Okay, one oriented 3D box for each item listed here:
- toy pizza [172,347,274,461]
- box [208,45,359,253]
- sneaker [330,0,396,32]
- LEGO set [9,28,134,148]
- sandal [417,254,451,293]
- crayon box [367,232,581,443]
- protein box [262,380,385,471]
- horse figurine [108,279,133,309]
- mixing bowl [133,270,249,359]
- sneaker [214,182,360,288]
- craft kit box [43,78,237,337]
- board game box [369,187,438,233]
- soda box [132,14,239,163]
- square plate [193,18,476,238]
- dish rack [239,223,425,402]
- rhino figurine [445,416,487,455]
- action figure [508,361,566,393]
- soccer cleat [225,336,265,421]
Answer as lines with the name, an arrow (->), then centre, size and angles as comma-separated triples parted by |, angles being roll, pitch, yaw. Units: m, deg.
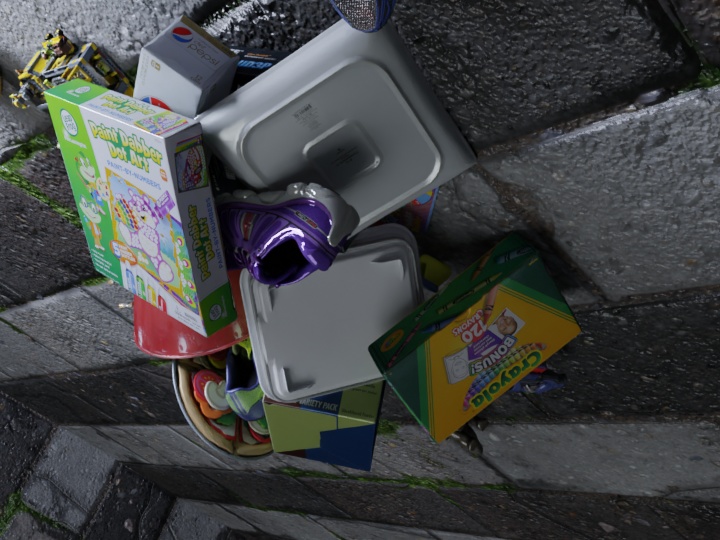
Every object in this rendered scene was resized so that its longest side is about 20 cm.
toy pizza -> -0.160, 0.150, 1.158 | 0.199, 0.203, 0.031 | 39, 129, -26
box -> -0.089, -0.119, 0.874 | 0.156, 0.046, 0.203 | 12, 135, 25
sneaker -> -0.037, -0.246, 0.624 | 0.074, 0.080, 0.201 | 3, 146, 37
LEGO set -> -0.302, -0.149, 0.971 | 0.151, 0.117, 0.201 | 4, 146, 34
sandal -> 0.000, 0.000, 1.002 | 0.196, 0.089, 0.079 | 21, -179, 13
crayon box -> 0.120, 0.072, 0.918 | 0.119, 0.199, 0.058 | 52, 180, -31
protein box -> -0.030, 0.114, 1.098 | 0.132, 0.204, 0.200 | 10, 152, 4
horse figurine -> -0.317, 0.054, 1.405 | 0.131, 0.050, 0.201 | -23, 120, 34
mixing bowl -> -0.214, 0.013, 1.140 | 0.196, 0.200, 0.110 | 7, 124, 31
sneaker -> -0.090, -0.024, 0.792 | 0.198, 0.085, 0.080 | -9, 138, 48
craft kit box -> -0.205, -0.061, 0.822 | 0.198, 0.048, 0.201 | 23, 129, 39
board game box -> 0.000, -0.084, 0.918 | 0.155, 0.039, 0.201 | 22, 153, 6
soda box -> -0.176, -0.136, 0.833 | 0.067, 0.064, 0.201 | 34, 142, 2
square plate -> -0.018, -0.109, 0.792 | 0.197, 0.029, 0.198 | -29, 131, 15
dish rack -> -0.021, 0.053, 0.934 | 0.044, 0.195, 0.175 | -126, 25, -69
rhino figurine -> 0.146, 0.225, 1.322 | 0.087, 0.060, 0.201 | 30, 161, 36
action figure -> 0.142, 0.094, 1.055 | 0.197, 0.107, 0.192 | 13, 158, -36
soccer cleat -> -0.135, 0.096, 1.136 | 0.063, 0.203, 0.084 | -15, 136, 21
